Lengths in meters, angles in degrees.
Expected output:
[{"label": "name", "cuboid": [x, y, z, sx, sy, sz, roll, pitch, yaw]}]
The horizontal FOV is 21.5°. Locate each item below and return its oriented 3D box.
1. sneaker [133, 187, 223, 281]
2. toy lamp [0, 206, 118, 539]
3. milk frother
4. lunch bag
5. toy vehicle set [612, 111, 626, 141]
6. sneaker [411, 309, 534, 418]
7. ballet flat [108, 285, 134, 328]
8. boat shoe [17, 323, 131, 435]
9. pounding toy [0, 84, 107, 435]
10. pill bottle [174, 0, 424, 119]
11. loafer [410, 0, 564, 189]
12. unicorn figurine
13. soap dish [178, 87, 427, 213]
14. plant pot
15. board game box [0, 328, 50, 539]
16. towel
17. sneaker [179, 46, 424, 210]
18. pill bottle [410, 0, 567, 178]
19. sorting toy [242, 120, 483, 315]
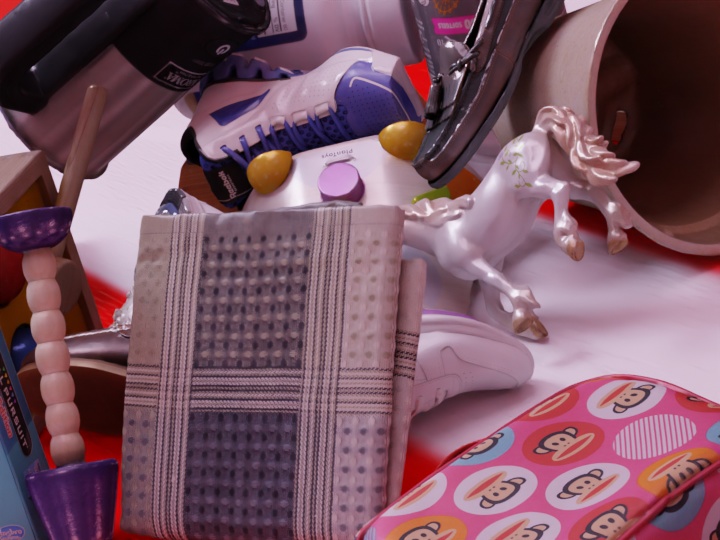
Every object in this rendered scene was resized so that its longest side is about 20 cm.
[{"label": "sneaker", "cuboid": [-0.088, -0.001, 1.266, 0.087, 0.075, 0.200, 22, 2, -31]}, {"label": "toy lamp", "cuboid": [-0.181, 0.065, 1.128, 0.058, 0.201, 0.058, -11, -3, -1]}, {"label": "milk frother", "cuboid": [-0.201, -0.210, 1.414, 0.188, 0.180, 0.201, -37, 51, 24]}, {"label": "lunch bag", "cuboid": [0.097, 0.127, 0.952, 0.199, 0.082, 0.176, -30, 26, -27]}, {"label": "toy vehicle set", "cuboid": [0.208, -0.150, 1.562, 0.124, 0.027, 0.199, -32, 28, -32]}, {"label": "sneaker", "cuboid": [0.008, 0.076, 1.157, 0.199, 0.100, 0.075, -1, -19, -6]}, {"label": "ballet flat", "cuboid": [-0.142, 0.020, 1.368, 0.064, 0.076, 0.200, -43, 7, 24]}, {"label": "boat shoe", "cuboid": [-0.127, 0.064, 1.239, 0.199, 0.071, 0.071, 2, 48, 16]}, {"label": "pounding toy", "cuboid": [-0.248, -0.001, 1.325, 0.141, 0.185, 0.200, -7, 25, 19]}, {"label": "pill bottle", "cuboid": [-0.053, -0.192, 1.501, 0.199, 0.120, 0.120, -7, 25, 16]}, {"label": "loafer", "cuboid": [0.080, -0.152, 1.308, 0.201, 0.063, 0.072, -60, 15, -17]}, {"label": "unicorn figurine", "cuboid": [0.083, -0.025, 1.223, 0.200, 0.074, 0.138, -42, 63, 8]}, {"label": "soap dish", "cuboid": [-0.043, -0.087, 1.514, 0.199, 0.082, 0.158, -8, 25, 16]}, {"label": "plant pot", "cuboid": [0.191, -0.114, 1.326, 0.200, 0.201, 0.183, -27, 14, -23]}, {"label": "board game box", "cuboid": [-0.281, 0.081, 1.143, 0.150, 0.201, 0.047, -9, 22, 15]}, {"label": "towel", "cuboid": [-0.053, 0.059, 1.097, 0.192, 0.201, 0.034, -1, -8, 32]}, {"label": "sneaker", "cuboid": [-0.055, -0.096, 1.392, 0.198, 0.081, 0.116, 2, 50, 35]}, {"label": "pill bottle", "cuboid": [0.106, -0.171, 1.455, 0.116, 0.201, 0.117, -14, 23, 6]}, {"label": "sorting toy", "cuboid": [0.000, 0.000, 1.311, 0.199, 0.107, 0.181, -13, 43, 7]}]
